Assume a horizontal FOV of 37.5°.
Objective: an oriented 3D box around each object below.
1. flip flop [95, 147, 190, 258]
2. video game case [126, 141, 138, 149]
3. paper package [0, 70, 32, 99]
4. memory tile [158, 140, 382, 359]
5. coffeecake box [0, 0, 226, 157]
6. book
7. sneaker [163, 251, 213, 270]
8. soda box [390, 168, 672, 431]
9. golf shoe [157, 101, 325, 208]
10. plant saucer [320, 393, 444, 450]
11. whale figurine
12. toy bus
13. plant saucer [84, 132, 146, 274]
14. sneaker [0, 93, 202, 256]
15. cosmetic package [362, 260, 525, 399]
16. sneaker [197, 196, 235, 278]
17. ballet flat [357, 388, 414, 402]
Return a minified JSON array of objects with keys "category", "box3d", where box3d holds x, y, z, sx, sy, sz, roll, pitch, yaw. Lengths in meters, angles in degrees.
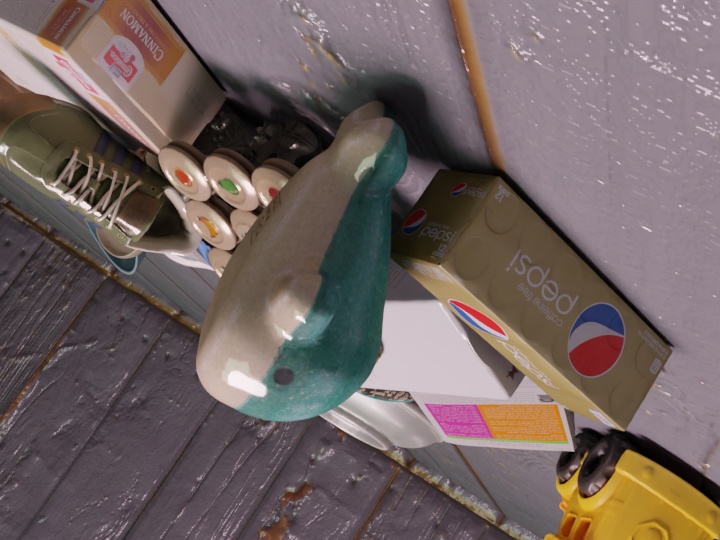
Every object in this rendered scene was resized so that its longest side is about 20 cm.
[{"category":"flip flop","box3d":[-0.203,-0.077,0.971,0.081,0.058,0.200,52,130,10]},{"category":"video game case","box3d":[-0.176,-0.106,1.097,0.182,0.024,0.200,35,169,0]},{"category":"paper package","box3d":[-0.367,-0.212,0.997,0.191,0.104,0.200,40,167,-25]},{"category":"memory tile","box3d":[-0.068,-0.009,0.790,0.153,0.017,0.200,16,143,38]},{"category":"coffeecake box","box3d":[-0.222,-0.177,0.796,0.200,0.073,0.154,28,168,29]},{"category":"book","box3d":[0.122,0.119,0.971,0.133,0.048,0.200,-4,155,14]},{"category":"sneaker","box3d":[-0.144,-0.030,1.121,0.200,0.074,0.079,31,149,13]},{"category":"soda box","box3d":[0.112,0.021,0.683,0.200,0.068,0.064,40,168,-31]},{"category":"golf shoe","box3d":[-0.084,-0.076,0.838,0.200,0.078,0.097,24,171,46]},{"category":"plant saucer","box3d":[-0.004,0.143,1.123,0.200,0.050,0.200,29,166,8]},{"category":"whale figurine","box3d":[-0.018,0.001,0.633,0.104,0.200,0.159,29,-167,-13]},{"category":"toy bus","box3d":[0.247,0.276,1.069,0.136,0.192,0.200,33,171,-3]},{"category":"plant saucer","box3d":[-0.268,-0.094,1.122,0.200,0.036,0.200,44,148,37]},{"category":"sneaker","box3d":[-0.189,-0.064,0.805,0.090,0.067,0.200,37,-179,29]},{"category":"cosmetic package","box3d":[0.037,0.037,0.819,0.200,0.074,0.102,-3,130,49]},{"category":"sneaker","box3d":[-0.123,-0.004,1.028,0.200,0.066,0.078,45,138,6]},{"category":"ballet flat","box3d":[-0.013,0.076,0.982,0.200,0.075,0.068,12,-142,-22]}]
